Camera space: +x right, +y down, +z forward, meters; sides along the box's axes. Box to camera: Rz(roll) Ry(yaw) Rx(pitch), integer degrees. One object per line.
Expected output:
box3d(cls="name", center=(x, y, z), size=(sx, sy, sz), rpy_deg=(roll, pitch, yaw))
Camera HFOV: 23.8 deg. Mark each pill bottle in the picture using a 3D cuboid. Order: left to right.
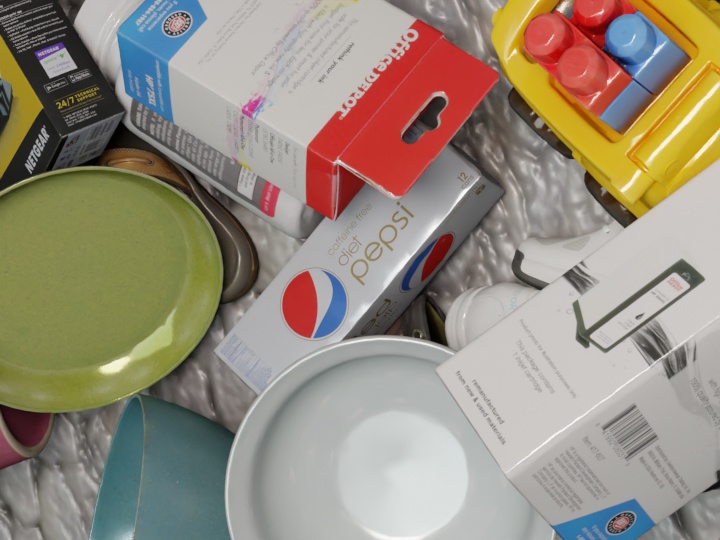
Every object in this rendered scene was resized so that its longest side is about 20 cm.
box3d(cls="pill bottle", center=(-0.090, -0.116, 1.119), size=(0.200, 0.111, 0.111), rpy_deg=(33, 115, 14))

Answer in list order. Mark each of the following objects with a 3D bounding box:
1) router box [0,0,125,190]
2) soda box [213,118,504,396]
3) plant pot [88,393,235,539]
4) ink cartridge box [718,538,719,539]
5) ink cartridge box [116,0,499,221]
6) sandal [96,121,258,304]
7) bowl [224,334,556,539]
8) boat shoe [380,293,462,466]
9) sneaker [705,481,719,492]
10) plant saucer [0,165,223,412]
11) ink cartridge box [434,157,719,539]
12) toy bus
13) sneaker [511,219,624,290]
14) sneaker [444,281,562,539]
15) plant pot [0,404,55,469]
box3d(cls="router box", center=(-0.245, -0.118, 1.168), size=(0.157, 0.052, 0.200), rpy_deg=(58, 148, 9))
box3d(cls="soda box", center=(0.000, 0.000, 1.094), size=(0.064, 0.068, 0.200), rpy_deg=(43, 98, 18))
box3d(cls="plant pot", center=(-0.109, 0.196, 1.181), size=(0.134, 0.200, 0.201), rpy_deg=(12, 112, -15))
box3d(cls="ink cartridge box", center=(0.339, 0.195, 1.033), size=(0.200, 0.044, 0.174), rpy_deg=(49, 116, 7))
box3d(cls="ink cartridge box", center=(-0.031, -0.113, 1.017), size=(0.200, 0.116, 0.067), rpy_deg=(32, 154, 14))
box3d(cls="sandal", center=(-0.158, -0.049, 1.200), size=(0.200, 0.055, 0.082), rpy_deg=(46, 117, 8))
box3d(cls="bowl", center=(0.022, 0.132, 1.054), size=(0.200, 0.090, 0.202), rpy_deg=(1, 97, 7))
box3d(cls="boat shoe", center=(0.070, 0.107, 1.121), size=(0.065, 0.073, 0.200), rpy_deg=(-38, 85, 33))
box3d(cls="sneaker", center=(0.230, 0.090, 1.016), size=(0.200, 0.115, 0.075), rpy_deg=(-34, 87, 28))
box3d(cls="plant saucer", center=(-0.192, 0.009, 1.149), size=(0.200, 0.200, 0.031), rpy_deg=(-62, 33, 24))
box3d(cls="ink cartridge box", center=(0.162, 0.050, 0.913), size=(0.200, 0.146, 0.084), rpy_deg=(-36, 51, 3))
box3d(cls="toy bus", center=(0.138, -0.116, 0.940), size=(0.136, 0.192, 0.200), rpy_deg=(-49, 55, 13))
box3d(cls="sneaker", center=(0.193, -0.032, 1.040), size=(0.200, 0.076, 0.116), rpy_deg=(6, 93, 22))
box3d(cls="sneaker", center=(0.126, 0.099, 1.068), size=(0.088, 0.075, 0.200), rpy_deg=(-13, 109, 56))
box3d(cls="plant pot", center=(-0.328, 0.085, 1.251), size=(0.178, 0.200, 0.201), rpy_deg=(-8, 100, 10))
